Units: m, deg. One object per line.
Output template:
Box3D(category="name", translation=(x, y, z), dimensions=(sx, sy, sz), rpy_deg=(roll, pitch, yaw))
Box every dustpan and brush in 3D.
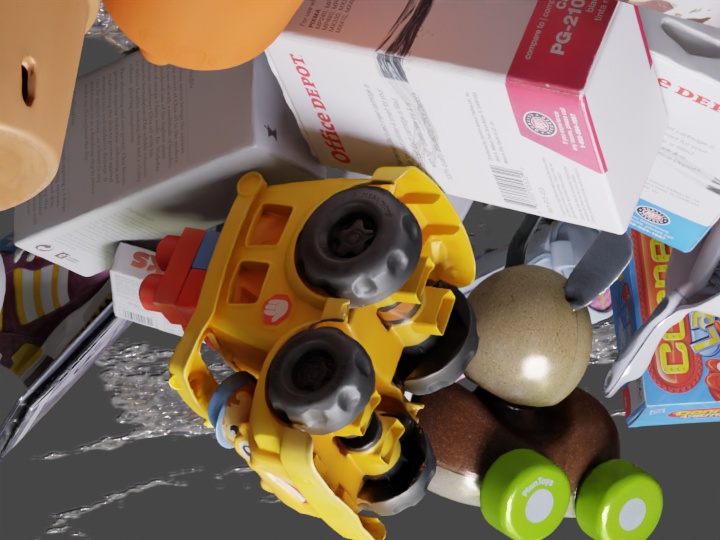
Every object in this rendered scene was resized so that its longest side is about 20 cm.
Box3D(category="dustpan and brush", translation=(0.227, 0.005, 1.696), dimensions=(0.057, 0.201, 0.140), rpy_deg=(25, -170, -20))

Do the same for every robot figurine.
Box3D(category="robot figurine", translation=(-0.070, -0.180, 1.339), dimensions=(0.143, 0.117, 0.200), rpy_deg=(21, 153, -11))

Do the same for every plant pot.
Box3D(category="plant pot", translation=(-0.237, -0.117, 1.418), dimensions=(0.198, 0.141, 0.200), rpy_deg=(-5, 158, -2))

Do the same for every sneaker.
Box3D(category="sneaker", translation=(-0.209, -0.005, 1.811), dimensions=(0.200, 0.090, 0.075), rpy_deg=(-49, -179, 29))

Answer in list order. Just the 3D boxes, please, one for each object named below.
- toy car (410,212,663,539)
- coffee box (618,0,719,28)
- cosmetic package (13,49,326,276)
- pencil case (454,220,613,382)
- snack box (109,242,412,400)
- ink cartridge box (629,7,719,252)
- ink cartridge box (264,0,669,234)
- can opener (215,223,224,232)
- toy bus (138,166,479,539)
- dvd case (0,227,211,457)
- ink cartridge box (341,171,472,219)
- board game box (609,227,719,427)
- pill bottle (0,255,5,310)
Box3D(category="toy car", translation=(0.116, 0.054, 1.662), dimensions=(0.157, 0.201, 0.164), rpy_deg=(9, -167, -38))
Box3D(category="coffee box", translation=(0.213, -0.193, 1.390), dimensions=(0.199, 0.114, 0.080), rpy_deg=(10, 154, -35))
Box3D(category="cosmetic package", translation=(-0.120, -0.079, 1.598), dimensions=(0.199, 0.102, 0.071), rpy_deg=(-20, 151, 33))
Box3D(category="pencil case", translation=(0.101, 0.024, 1.963), dimensions=(0.199, 0.084, 0.091), rpy_deg=(-23, 139, 37))
Box3D(category="snack box", translation=(-0.059, 0.034, 1.623), dimensions=(0.199, 0.024, 0.072), rpy_deg=(16, 155, 5))
Box3D(category="ink cartridge box", translation=(0.177, -0.109, 1.563), dimensions=(0.146, 0.086, 0.200), rpy_deg=(25, 153, -2))
Box3D(category="ink cartridge box", translation=(0.060, -0.109, 1.468), dimensions=(0.199, 0.085, 0.145), rpy_deg=(14, 154, 24))
Box3D(category="can opener", translation=(-0.080, -0.016, 1.858), dimensions=(0.063, 0.079, 0.200), rpy_deg=(30, 160, 14))
Box3D(category="toy bus", translation=(-0.047, 0.042, 1.512), dimensions=(0.191, 0.201, 0.136), rpy_deg=(5, 152, 26))
Box3D(category="dvd case", translation=(-0.178, 0.042, 1.811), dimensions=(0.200, 0.016, 0.149), rpy_deg=(-47, 180, -22))
Box3D(category="ink cartridge box", translation=(0.000, 0.000, 1.740), dimensions=(0.084, 0.145, 0.200), rpy_deg=(29, 154, 0))
Box3D(category="board game box", translation=(0.271, 0.000, 1.779), dimensions=(0.194, 0.202, 0.056), rpy_deg=(-3, 164, -10))
Box3D(category="pill bottle", translation=(-0.331, -0.009, 1.708), dimensions=(0.110, 0.112, 0.200), rpy_deg=(-15, 158, 22))
